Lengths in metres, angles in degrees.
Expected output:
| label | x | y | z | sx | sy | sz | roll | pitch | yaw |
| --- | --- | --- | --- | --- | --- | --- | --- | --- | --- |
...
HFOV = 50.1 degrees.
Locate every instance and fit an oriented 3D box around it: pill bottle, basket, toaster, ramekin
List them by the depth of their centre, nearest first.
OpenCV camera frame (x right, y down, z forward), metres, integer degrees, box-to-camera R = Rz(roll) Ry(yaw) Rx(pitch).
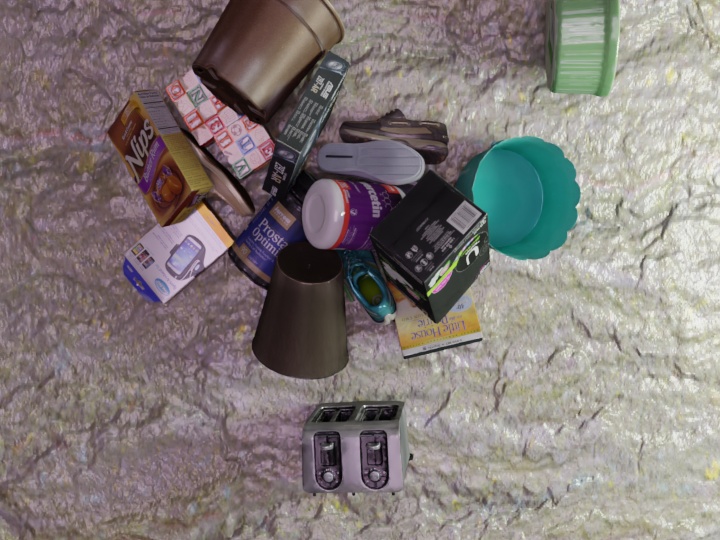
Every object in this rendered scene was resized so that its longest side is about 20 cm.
| label | x | y | z | sx | sy | sz | roll | pitch | yaw |
| --- | --- | --- | --- | --- | --- | --- | --- | --- | --- |
| ramekin | 0.360 | -0.388 | 1.270 | 0.095 | 0.200 | 0.205 | 0 | 98 | 8 |
| pill bottle | 0.007 | -0.090 | 1.294 | 0.197 | 0.112 | 0.115 | 0 | 99 | -35 |
| basket | -0.096 | 0.064 | 1.319 | 0.176 | 0.137 | 0.203 | 11 | 128 | 4 |
| pill bottle | -0.132 | -0.073 | 1.355 | 0.111 | 0.112 | 0.201 | 40 | 96 | -5 |
| toaster | -0.001 | 0.312 | 1.374 | 0.177 | 0.200 | 0.122 | -2 | 95 | 9 |

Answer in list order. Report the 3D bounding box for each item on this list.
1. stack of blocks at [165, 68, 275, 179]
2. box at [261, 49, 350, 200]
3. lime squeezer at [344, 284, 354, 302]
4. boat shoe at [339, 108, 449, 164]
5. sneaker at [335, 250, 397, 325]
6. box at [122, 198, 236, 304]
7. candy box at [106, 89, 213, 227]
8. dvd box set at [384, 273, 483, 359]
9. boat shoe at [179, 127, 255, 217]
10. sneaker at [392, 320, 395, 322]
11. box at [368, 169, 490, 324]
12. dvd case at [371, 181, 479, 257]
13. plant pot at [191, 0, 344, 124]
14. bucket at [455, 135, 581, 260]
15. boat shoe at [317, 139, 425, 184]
| label | x | y | z | sx | sy | sz | roll | pitch | yaw |
| --- | --- | --- | --- | --- | --- | --- | --- | --- | --- |
| stack of blocks | -0.239 | -0.262 | 1.357 | 0.114 | 0.059 | 0.202 | -32 | 96 | 5 |
| box | -0.091 | -0.236 | 1.269 | 0.043 | 0.161 | 0.202 | 27 | 63 | -4 |
| lime squeezer | -0.036 | -0.047 | 1.394 | 0.069 | 0.038 | 0.205 | 4 | 98 | -3 |
| boat shoe | 0.061 | -0.240 | 1.360 | 0.196 | 0.075 | 0.075 | 11 | 72 | 3 |
| sneaker | 0.000 | 0.000 | 1.320 | 0.077 | 0.080 | 0.201 | -36 | 67 | 0 |
| box | -0.334 | -0.035 | 1.399 | 0.199 | 0.042 | 0.120 | -39 | 95 | 8 |
| candy box | -0.347 | -0.192 | 1.324 | 0.116 | 0.056 | 0.202 | -38 | 79 | 38 |
| dvd box set | 0.120 | 0.040 | 1.341 | 0.143 | 0.029 | 0.204 | -13 | 71 | 4 |
| boat shoe | -0.269 | -0.161 | 1.366 | 0.065 | 0.072 | 0.200 | -45 | 89 | 6 |
| sneaker | 0.108 | 0.079 | 1.382 | 0.197 | 0.090 | 0.071 | 23 | 97 | -3 |
| box | 0.118 | -0.033 | 1.240 | 0.124 | 0.201 | 0.149 | 41 | 80 | 22 |
| dvd case | 0.102 | -0.082 | 1.395 | 0.196 | 0.025 | 0.153 | 15 | 98 | -1 |
| plant pot | -0.160 | -0.362 | 1.252 | 0.199 | 0.200 | 0.200 | 35 | 83 | -4 |
| bucket | 0.262 | -0.124 | 1.318 | 0.202 | 0.135 | 0.212 | -1 | 96 | -10 |
| boat shoe | 0.022 | -0.188 | 1.334 | 0.196 | 0.062 | 0.074 | 11 | 90 | 22 |
